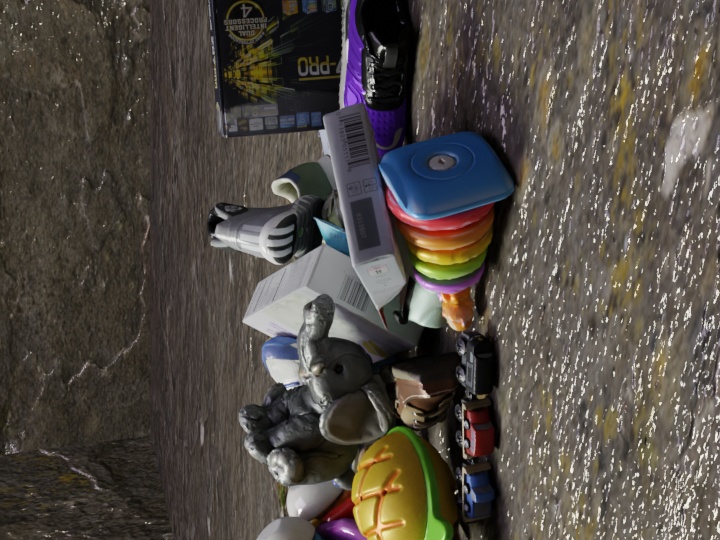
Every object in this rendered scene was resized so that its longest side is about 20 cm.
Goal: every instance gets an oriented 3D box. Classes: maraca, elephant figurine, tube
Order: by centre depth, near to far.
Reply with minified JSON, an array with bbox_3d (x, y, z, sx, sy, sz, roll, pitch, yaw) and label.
[{"bbox_3d":[0.052,0.251,1.569,0.201,0.106,0.138,-113,32,-47],"label":"maraca"},{"bbox_3d":[-0.028,0.135,1.646,0.142,0.155,0.200,48,113,18],"label":"elephant figurine"},{"bbox_3d":[0.000,0.000,1.715,0.051,0.077,0.200,-64,-20,-20],"label":"tube"}]

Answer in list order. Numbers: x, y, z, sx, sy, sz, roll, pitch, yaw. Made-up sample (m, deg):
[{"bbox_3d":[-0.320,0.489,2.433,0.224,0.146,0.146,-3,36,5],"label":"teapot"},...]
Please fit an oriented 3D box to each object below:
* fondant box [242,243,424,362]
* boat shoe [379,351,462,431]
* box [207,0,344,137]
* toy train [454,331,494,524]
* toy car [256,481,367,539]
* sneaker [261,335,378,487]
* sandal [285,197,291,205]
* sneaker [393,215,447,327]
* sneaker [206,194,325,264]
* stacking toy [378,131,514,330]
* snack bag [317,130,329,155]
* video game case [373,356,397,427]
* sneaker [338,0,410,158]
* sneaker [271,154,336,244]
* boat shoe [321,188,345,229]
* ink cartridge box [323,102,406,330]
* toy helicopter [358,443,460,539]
[{"bbox_3d":[-0.029,0.047,1.708,0.200,0.143,0.059,-26,39,63],"label":"fondant box"},{"bbox_3d":[0.070,0.129,1.601,0.200,0.075,0.075,155,104,-83],"label":"boat shoe"},{"bbox_3d":[-0.069,-0.239,1.721,0.049,0.198,0.163,-147,53,-73],"label":"box"},{"bbox_3d":[0.115,0.160,1.503,0.046,0.034,0.202,28,122,60],"label":"toy train"},{"bbox_3d":[-0.013,0.330,1.794,0.149,0.200,0.175,-28,107,41],"label":"toy car"},{"bbox_3d":[-0.050,0.165,1.758,0.200,0.088,0.075,48,142,-16],"label":"sneaker"},{"bbox_3d":[-0.050,-0.028,1.929,0.054,0.080,0.201,-60,41,38],"label":"sandal"},{"bbox_3d":[0.045,-0.014,1.606,0.201,0.073,0.119,-128,41,-59],"label":"sneaker"},{"bbox_3d":[-0.113,-0.055,1.745,0.200,0.114,0.076,-16,-65,-75],"label":"sneaker"},{"bbox_3d":[0.084,-0.022,1.455,0.116,0.109,0.201,-119,16,-50],"label":"stacking toy"},{"bbox_3d":[-0.024,-0.186,1.911,0.189,0.021,0.202,142,119,-74],"label":"snack bag"},{"bbox_3d":[-0.002,0.138,1.908,0.201,0.045,0.183,-116,24,-51],"label":"video game case"},{"bbox_3d":[0.020,-0.221,1.646,0.099,0.069,0.202,-176,80,-73],"label":"sneaker"},{"bbox_3d":[-0.046,-0.051,1.869,0.067,0.089,0.201,96,153,-55],"label":"sneaker"},{"bbox_3d":[-0.012,-0.063,1.732,0.200,0.061,0.073,-33,-75,-85],"label":"boat shoe"},{"bbox_3d":[0.015,-0.049,1.510,0.200,0.057,0.164,54,-157,-66],"label":"ink cartridge box"},{"bbox_3d":[0.052,0.277,1.685,0.132,0.078,0.201,-49,57,40],"label":"toy helicopter"}]
